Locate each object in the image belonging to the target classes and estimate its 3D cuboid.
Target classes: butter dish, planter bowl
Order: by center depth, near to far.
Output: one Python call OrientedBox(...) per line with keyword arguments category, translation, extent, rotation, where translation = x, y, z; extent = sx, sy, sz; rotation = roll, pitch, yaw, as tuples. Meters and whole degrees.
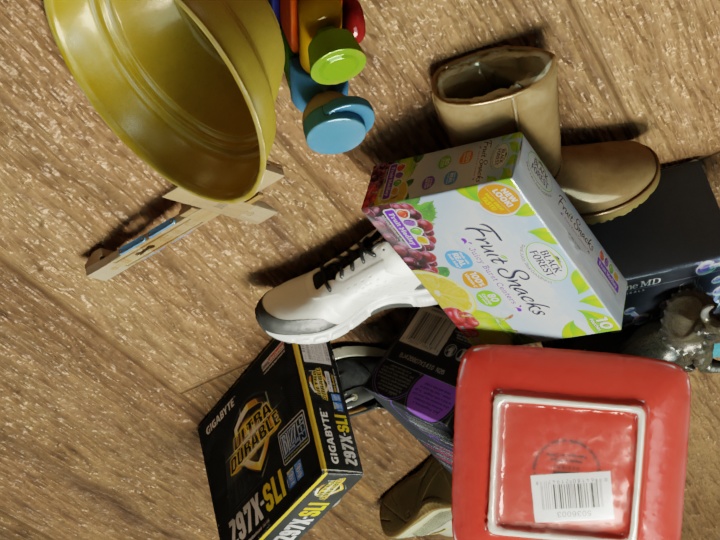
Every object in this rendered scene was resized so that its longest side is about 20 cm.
OrientedBox(category="planter bowl", translation=(-0.110, -0.149, 1.120), extent=(0.083, 0.200, 0.201), rotation=(-43, 160, -27))
OrientedBox(category="butter dish", translation=(0.184, 0.148, 1.504), extent=(0.198, 0.148, 0.202), rotation=(4, 107, 8))

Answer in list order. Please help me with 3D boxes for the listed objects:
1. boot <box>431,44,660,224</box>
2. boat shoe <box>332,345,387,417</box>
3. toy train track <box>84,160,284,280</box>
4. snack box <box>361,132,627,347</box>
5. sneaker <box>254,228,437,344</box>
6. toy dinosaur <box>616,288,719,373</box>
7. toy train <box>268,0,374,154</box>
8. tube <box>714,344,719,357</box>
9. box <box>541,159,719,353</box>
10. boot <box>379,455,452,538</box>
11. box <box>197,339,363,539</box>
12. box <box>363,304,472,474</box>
OrientedBox(category="boot", translation=(0.155, -0.108, 1.378), extent=(0.173, 0.067, 0.201), rotation=(-18, 148, 1))
OrientedBox(category="boat shoe", translation=(0.047, 0.115, 1.680), extent=(0.198, 0.068, 0.072), rotation=(0, 146, -30))
OrientedBox(category="toy train track", translation=(-0.145, -0.047, 1.365), extent=(0.199, 0.033, 0.114), rotation=(-29, 155, 29))
OrientedBox(category="snack box", translation=(0.112, -0.018, 1.392), extent=(0.141, 0.053, 0.200), rotation=(-12, 137, 32))
OrientedBox(category="sneaker", translation=(0.000, 0.000, 1.485), extent=(0.198, 0.074, 0.080), rotation=(-20, 135, -4))
OrientedBox(category="toy dinosaur", translation=(0.271, 0.074, 1.528), extent=(0.102, 0.078, 0.200), rotation=(24, 140, -29))
OrientedBox(category="toy train", translation=(-0.027, -0.176, 1.129), extent=(0.084, 0.117, 0.201), rotation=(-12, 149, -9))
OrientedBox(category="tube", translation=(0.372, 0.066, 1.784), extent=(0.198, 0.051, 0.077), rotation=(0, 149, -35))
OrientedBox(category="box", translation=(0.245, 0.010, 1.569), extent=(0.147, 0.108, 0.201), rotation=(-12, 148, -7))
OrientedBox(category="boot", translation=(0.136, 0.252, 1.936), extent=(0.154, 0.073, 0.200), rotation=(12, 144, -38))
OrientedBox(category="box", translation=(-0.079, 0.169, 1.612), extent=(0.049, 0.161, 0.200), rotation=(6, 143, -33))
OrientedBox(category="box", translation=(0.116, 0.134, 1.616), extent=(0.106, 0.122, 0.200), rotation=(-55, 133, -13))
